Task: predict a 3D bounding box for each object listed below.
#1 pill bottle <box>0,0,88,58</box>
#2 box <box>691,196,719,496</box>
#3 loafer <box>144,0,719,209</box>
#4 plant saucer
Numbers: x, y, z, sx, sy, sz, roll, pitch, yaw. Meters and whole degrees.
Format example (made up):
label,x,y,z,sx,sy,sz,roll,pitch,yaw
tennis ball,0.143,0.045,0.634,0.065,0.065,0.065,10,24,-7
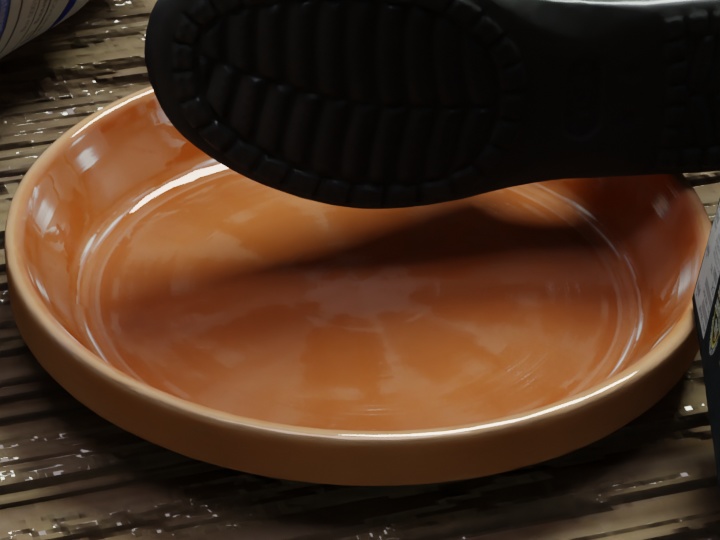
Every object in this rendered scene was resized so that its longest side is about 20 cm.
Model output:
label,x,y,z,sx,sy,sz,roll,pitch,yaw
pill bottle,-0.145,-0.111,0.926,0.112,0.112,0.200,21,38,26
box,0.164,0.037,0.706,0.161,0.049,0.200,13,17,-1
loafer,0.034,-0.063,0.855,0.200,0.073,0.071,3,27,-14
plant saucer,0.000,0.000,0.840,0.200,0.032,0.200,1,33,-1
